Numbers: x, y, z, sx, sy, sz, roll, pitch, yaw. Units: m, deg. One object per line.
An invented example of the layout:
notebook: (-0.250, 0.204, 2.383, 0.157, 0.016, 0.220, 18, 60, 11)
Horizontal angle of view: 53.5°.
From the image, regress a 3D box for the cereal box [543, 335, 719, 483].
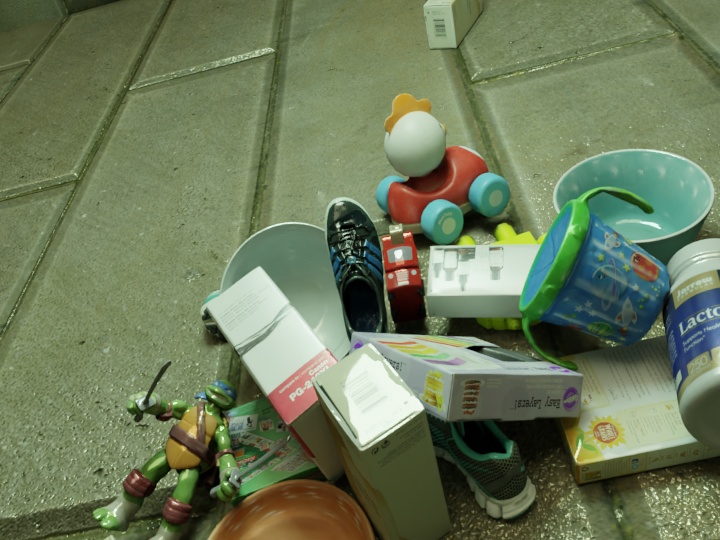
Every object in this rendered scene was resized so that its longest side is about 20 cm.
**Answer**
cereal box: (0.309, 0.142, 0.775, 0.194, 0.040, 0.146, -12, 39, 5)

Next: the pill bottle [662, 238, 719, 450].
pill bottle: (0.368, 0.068, 0.718, 0.112, 0.118, 0.203, -4, 39, 16)

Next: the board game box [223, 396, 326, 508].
board game box: (-0.070, 0.195, 0.865, 0.195, 0.030, 0.136, -20, 39, -4)

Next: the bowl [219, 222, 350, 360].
bowl: (-0.090, 0.046, 0.971, 0.194, 0.090, 0.208, 1, 80, -4)

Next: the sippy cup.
sippy cup: (0.261, 0.013, 0.788, 0.128, 0.180, 0.141, 26, 40, 4)

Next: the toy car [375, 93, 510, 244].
toy car: (0.105, -0.177, 1.087, 0.174, 0.204, 0.184, -28, 31, -15)

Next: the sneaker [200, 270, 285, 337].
sneaker: (-0.146, 0.029, 1.063, 0.194, 0.079, 0.080, -17, 25, -2)

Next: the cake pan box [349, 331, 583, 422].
cake pan box: (0.112, 0.111, 0.768, 0.195, 0.054, 0.183, 7, 6, -32)

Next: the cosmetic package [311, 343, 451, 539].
cosmetic package: (0.024, 0.184, 0.701, 0.070, 0.204, 0.105, -28, 40, -16)

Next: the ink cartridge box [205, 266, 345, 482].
ink cartridge box: (-0.074, 0.112, 0.802, 0.083, 0.147, 0.200, -36, 50, -9)

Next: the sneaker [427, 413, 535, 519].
sneaker: (0.111, 0.169, 0.776, 0.077, 0.093, 0.199, -32, 40, -21)

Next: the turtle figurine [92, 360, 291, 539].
turtle figurine: (-0.202, 0.204, 0.770, 0.197, 0.143, 0.199, -60, 22, -10)

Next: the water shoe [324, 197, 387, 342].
water shoe: (0.000, 0.000, 0.897, 0.069, 0.079, 0.206, -13, 81, -2)

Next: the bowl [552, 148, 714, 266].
bowl: (0.358, -0.061, 0.948, 0.195, 0.107, 0.203, -10, 38, 8)

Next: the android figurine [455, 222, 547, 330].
android figurine: (0.199, 0.008, 0.980, 0.177, 0.042, 0.202, -16, 37, 1)

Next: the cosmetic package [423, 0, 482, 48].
cosmetic package: (0.219, -0.611, 1.667, 0.071, 0.105, 0.202, 9, 46, 27)

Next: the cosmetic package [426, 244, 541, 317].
cosmetic package: (0.184, 0.013, 0.905, 0.194, 0.051, 0.084, -1, 53, 12)

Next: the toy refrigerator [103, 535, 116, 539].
toy refrigerator: (-0.232, 0.363, 0.693, 0.075, 0.071, 0.199, -32, 40, -18)

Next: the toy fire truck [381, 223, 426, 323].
toy fire truck: (0.056, -0.008, 0.965, 0.047, 0.201, 0.145, -9, 69, 3)

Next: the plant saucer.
plant saucer: (-0.075, 0.310, 0.723, 0.194, 0.038, 0.203, -11, 40, 9)
